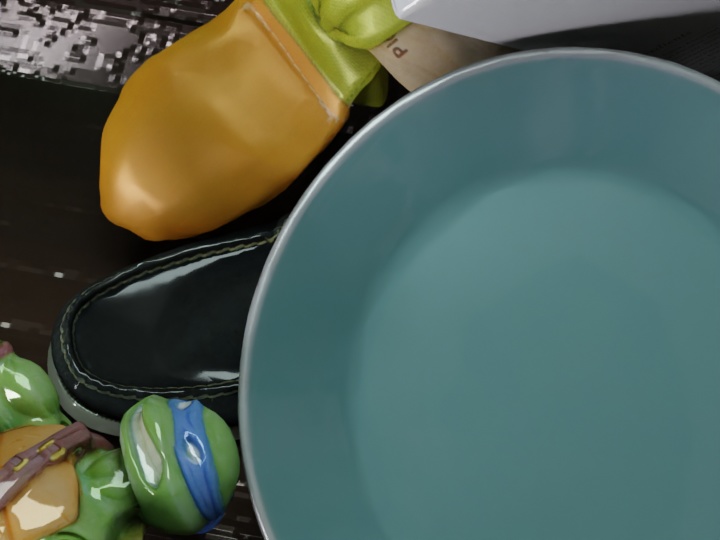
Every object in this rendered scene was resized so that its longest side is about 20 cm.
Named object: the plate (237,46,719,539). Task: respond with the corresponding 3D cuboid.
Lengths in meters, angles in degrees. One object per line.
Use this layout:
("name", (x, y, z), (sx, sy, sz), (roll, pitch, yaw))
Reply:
("plate", (0.062, 0.037, 0.712), (0.198, 0.026, 0.202), (0, 88, -10))

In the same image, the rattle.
("rattle", (0.009, -0.098, 0.811), (0.130, 0.143, 0.201), (26, 37, -12))

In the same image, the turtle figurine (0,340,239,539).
("turtle figurine", (-0.141, 0.056, 0.649), (0.193, 0.200, 0.145), (-24, 80, 9))

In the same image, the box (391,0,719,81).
("box", (0.090, -0.135, 0.740), (0.097, 0.199, 0.125), (-26, 70, 34))

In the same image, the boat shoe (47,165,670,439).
("boat shoe", (0.000, 0.000, 0.752), (0.198, 0.068, 0.072), (-12, 60, -6))
